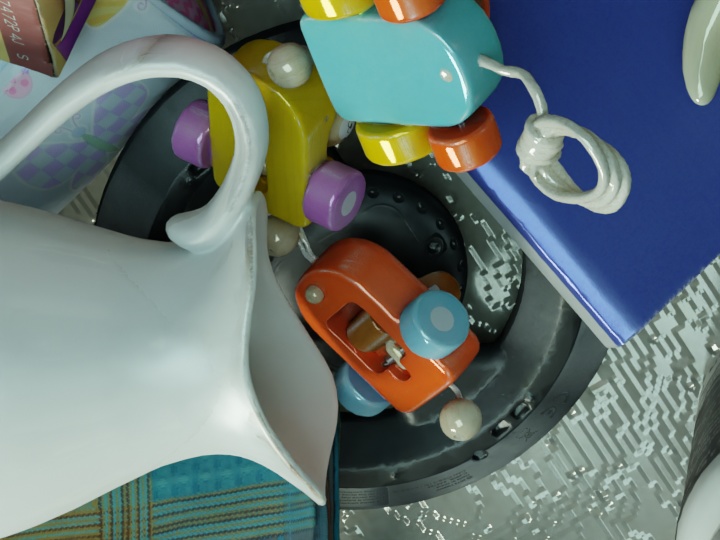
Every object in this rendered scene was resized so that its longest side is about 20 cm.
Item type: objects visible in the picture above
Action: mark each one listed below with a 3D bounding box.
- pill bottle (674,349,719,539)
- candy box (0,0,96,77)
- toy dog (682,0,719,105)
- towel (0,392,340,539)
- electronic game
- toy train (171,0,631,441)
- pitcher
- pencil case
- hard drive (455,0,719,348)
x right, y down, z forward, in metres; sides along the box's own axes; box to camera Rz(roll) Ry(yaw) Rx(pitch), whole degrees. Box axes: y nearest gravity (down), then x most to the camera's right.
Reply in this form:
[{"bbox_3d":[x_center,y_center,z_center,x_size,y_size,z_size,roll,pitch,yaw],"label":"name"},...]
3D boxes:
[{"bbox_3d":[0.166,0.086,0.880,0.114,0.200,0.114,3,107,10],"label":"pill bottle"},{"bbox_3d":[-0.086,-0.176,0.845,0.056,0.117,0.200,22,75,4],"label":"candy box"},{"bbox_3d":[0.203,-0.044,0.816,0.194,0.140,0.200,-11,70,11],"label":"toy dog"},{"bbox_3d":[-0.102,0.118,0.921,0.200,0.022,0.147,-10,63,13],"label":"towel"},{"bbox_3d":[0.000,0.000,0.954,0.200,0.042,0.200,-2,114,-5],"label":"electronic game"},{"bbox_3d":[0.020,-0.033,0.862,0.150,0.056,0.200,42,145,1],"label":"toy train"},{"bbox_3d":[-0.118,0.009,0.864,0.200,0.121,0.172,-6,113,7],"label":"pitcher"},{"bbox_3d":[-0.143,-0.052,0.950,0.200,0.091,0.083,-42,61,13],"label":"pencil case"},{"bbox_3d":[0.071,-0.091,0.905,0.132,0.025,0.200,-42,96,-12],"label":"hard drive"}]
